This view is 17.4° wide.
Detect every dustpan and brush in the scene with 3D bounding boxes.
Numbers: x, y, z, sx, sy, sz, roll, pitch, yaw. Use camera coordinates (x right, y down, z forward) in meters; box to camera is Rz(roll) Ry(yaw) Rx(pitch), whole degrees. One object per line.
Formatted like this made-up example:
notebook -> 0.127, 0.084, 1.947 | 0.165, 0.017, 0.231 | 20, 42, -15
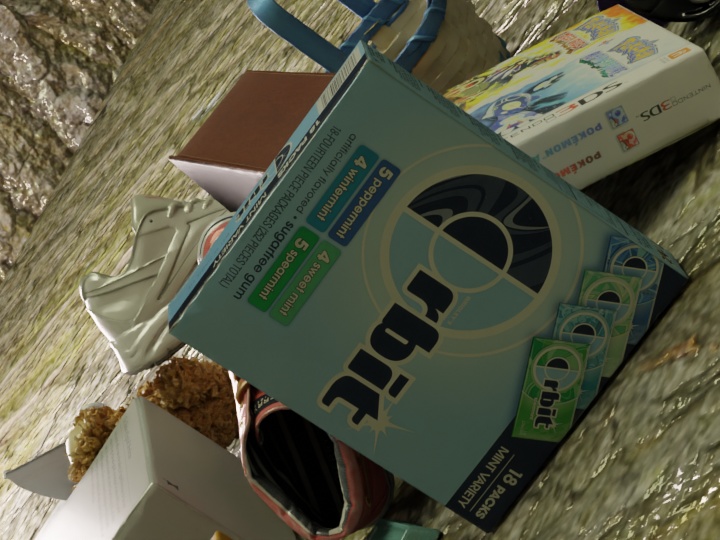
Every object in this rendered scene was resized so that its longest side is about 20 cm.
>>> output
dustpan and brush -> -0.169, 0.135, 1.758 | 0.140, 0.200, 0.057 | -29, 57, 10

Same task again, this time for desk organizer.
desk organizer -> -0.039, -0.069, 1.410 | 0.077, 0.072, 0.200 | -52, 20, -9

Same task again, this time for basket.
basket -> 0.008, -0.153, 1.635 | 0.139, 0.200, 0.176 | -45, 15, 19

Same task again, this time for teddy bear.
teddy bear -> -0.123, 0.117, 1.638 | 0.067, 0.200, 0.145 | 30, 118, 40

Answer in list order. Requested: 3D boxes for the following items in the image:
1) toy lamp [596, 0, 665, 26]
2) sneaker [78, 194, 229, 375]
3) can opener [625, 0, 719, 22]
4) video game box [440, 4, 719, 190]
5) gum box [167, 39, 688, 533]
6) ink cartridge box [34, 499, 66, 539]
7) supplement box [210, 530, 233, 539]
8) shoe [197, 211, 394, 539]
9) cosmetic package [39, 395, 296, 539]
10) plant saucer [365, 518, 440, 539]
toy lamp -> 0.161, -0.198, 1.528 | 0.058, 0.058, 0.200 | -53, 16, 14
sneaker -> -0.105, -0.024, 1.573 | 0.200, 0.099, 0.078 | -40, 2, -3
can opener -> 0.223, -0.218, 1.336 | 0.200, 0.063, 0.079 | -50, 15, 28
video game box -> 0.098, -0.082, 1.338 | 0.182, 0.047, 0.200 | -25, 15, -1
gum box -> 0.033, 0.011, 1.177 | 0.170, 0.200, 0.045 | -54, 15, 13
ink cartridge box -> -0.209, 0.256, 1.706 | 0.147, 0.083, 0.200 | -56, 13, -2
supplement box -> -0.064, 0.265, 1.076 | 0.197, 0.133, 0.200 | -54, 14, 12
shoe -> -0.043, 0.059, 1.335 | 0.071, 0.200, 0.091 | -25, -2, 12
cosmetic package -> -0.143, 0.213, 1.491 | 0.200, 0.123, 0.199 | -56, 13, 6
plant saucer -> -0.023, 0.222, 1.281 | 0.200, 0.019, 0.070 | -60, 14, -10
